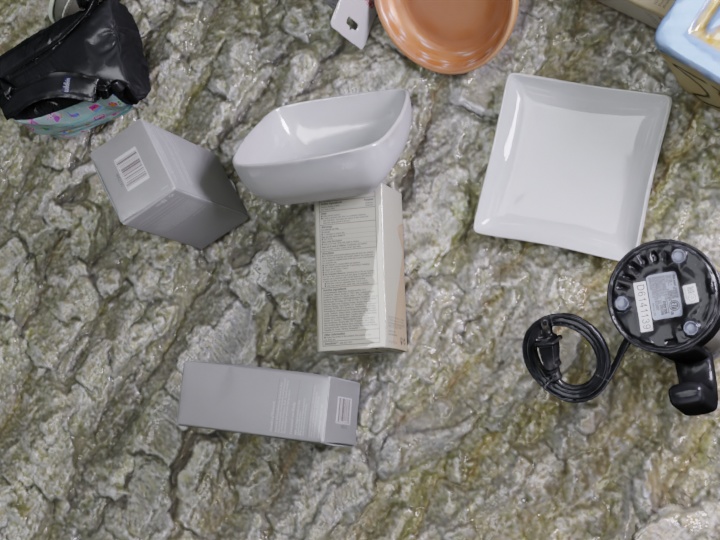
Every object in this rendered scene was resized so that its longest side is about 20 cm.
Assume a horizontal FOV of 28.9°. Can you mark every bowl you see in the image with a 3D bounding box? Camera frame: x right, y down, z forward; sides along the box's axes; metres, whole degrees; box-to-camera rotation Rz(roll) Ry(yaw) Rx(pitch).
[{"bbox_3d":[-0.037,-0.143,1.681,0.200,0.200,0.075,-7,115,19],"label":"bowl"}]

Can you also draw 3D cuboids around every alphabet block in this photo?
[{"bbox_3d":[0.453,-0.252,1.487,0.195,0.200,0.196,38,97,20],"label":"alphabet block"}]

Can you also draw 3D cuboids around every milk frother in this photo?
[{"bbox_3d":[0.296,0.063,1.510,0.200,0.188,0.181,7,84,22],"label":"milk frother"}]

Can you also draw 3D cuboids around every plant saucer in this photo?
[{"bbox_3d":[0.106,-0.337,1.679,0.200,0.037,0.200,17,120,31],"label":"plant saucer"}]

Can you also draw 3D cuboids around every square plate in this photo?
[{"bbox_3d":[0.248,-0.121,1.639,0.200,0.028,0.198,12,88,22],"label":"square plate"}]

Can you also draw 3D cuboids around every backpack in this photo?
[{"bbox_3d":[-0.382,-0.253,1.849,0.200,0.127,0.167,-22,64,18],"label":"backpack"}]

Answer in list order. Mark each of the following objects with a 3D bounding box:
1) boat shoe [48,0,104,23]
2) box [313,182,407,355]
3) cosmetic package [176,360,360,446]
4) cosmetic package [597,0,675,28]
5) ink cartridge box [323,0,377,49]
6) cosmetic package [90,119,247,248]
[{"bbox_3d":[-0.343,-0.405,1.882,0.060,0.072,0.202,39,93,26],"label":"boat shoe"},{"bbox_3d":[0.000,0.000,1.691,0.095,0.078,0.200,-3,81,21],"label":"box"},{"bbox_3d":[-0.112,0.161,1.698,0.200,0.107,0.090,2,83,23],"label":"cosmetic package"},{"bbox_3d":[0.312,-0.351,1.595,0.200,0.073,0.104,35,94,37],"label":"cosmetic package"},{"bbox_3d":[-0.010,-0.388,1.728,0.067,0.116,0.200,20,90,22],"label":"ink cartridge box"},{"bbox_3d":[-0.232,-0.103,1.723,0.090,0.200,0.107,-32,70,11],"label":"cosmetic package"}]
